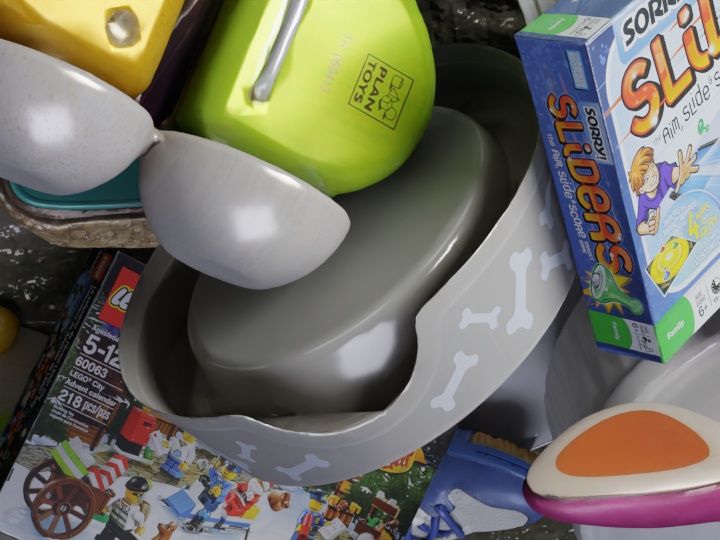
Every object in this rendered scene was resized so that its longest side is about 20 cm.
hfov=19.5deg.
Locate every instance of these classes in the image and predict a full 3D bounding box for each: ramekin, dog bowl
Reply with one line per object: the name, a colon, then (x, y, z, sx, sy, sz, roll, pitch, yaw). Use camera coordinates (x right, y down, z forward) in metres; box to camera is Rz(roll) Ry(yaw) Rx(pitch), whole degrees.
ramekin: (0.179, 0.060, 0.993, 0.201, 0.095, 0.204, -12, 133, -13)
dog bowl: (0.000, 0.000, 0.830, 0.199, 0.201, 0.059, -26, 121, 22)

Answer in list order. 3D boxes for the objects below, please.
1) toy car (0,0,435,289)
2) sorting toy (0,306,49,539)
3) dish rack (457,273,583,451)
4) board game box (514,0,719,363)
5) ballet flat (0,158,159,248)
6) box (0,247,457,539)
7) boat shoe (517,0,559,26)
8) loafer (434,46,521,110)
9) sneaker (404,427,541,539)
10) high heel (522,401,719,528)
toy car: (-0.070, -0.096, 0.804, 0.199, 0.176, 0.150, 25, 169, -19)
sorting toy: (-0.219, 0.122, 1.008, 0.198, 0.181, 0.107, -11, 140, 5)
dish rack: (0.097, 0.031, 1.052, 0.199, 0.044, 0.172, -25, 136, 19)
board game box: (0.144, -0.077, 0.803, 0.034, 0.200, 0.136, 12, 132, 42)
ballet flat: (-0.065, -0.039, 0.944, 0.198, 0.071, 0.065, 5, 166, -9)
box: (-0.067, 0.092, 0.991, 0.199, 0.038, 0.137, 28, 86, -26)
boat shoe: (0.085, -0.137, 0.814, 0.074, 0.062, 0.201, -19, 112, 6)
loafer: (0.125, -0.063, 0.923, 0.199, 0.071, 0.068, 12, 134, -13)
sneaker: (0.007, 0.134, 1.087, 0.198, 0.089, 0.075, -6, 143, 27)
high heel: (0.154, 0.106, 0.906, 0.198, 0.067, 0.097, -6, 121, -23)
